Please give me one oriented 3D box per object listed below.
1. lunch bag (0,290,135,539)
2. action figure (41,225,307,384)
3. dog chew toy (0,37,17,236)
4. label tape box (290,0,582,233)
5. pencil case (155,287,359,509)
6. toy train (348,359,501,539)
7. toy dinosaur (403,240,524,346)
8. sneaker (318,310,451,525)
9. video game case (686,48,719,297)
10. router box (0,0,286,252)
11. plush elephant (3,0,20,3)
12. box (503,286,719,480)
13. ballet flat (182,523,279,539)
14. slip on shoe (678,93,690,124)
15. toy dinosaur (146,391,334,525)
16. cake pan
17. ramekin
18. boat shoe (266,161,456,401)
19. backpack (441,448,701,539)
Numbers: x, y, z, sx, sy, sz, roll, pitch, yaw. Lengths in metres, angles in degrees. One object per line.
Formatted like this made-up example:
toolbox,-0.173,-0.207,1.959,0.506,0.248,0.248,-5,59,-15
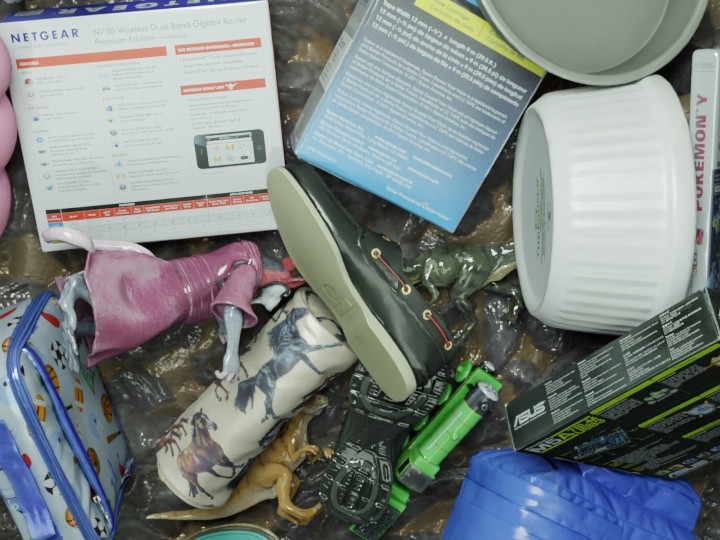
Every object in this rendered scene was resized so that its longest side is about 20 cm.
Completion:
lunch bag,-0.249,0.130,0.868,0.075,0.160,0.201,-18,113,3
action figure,-0.139,0.011,0.848,0.199,0.134,0.150,-18,101,-21
dog chew toy,-0.304,-0.095,0.778,0.124,0.125,0.201,19,120,-12
label tape box,0.054,-0.151,0.829,0.143,0.066,0.201,25,103,-15
pencil case,-0.082,0.106,0.906,0.200,0.089,0.078,-47,73,5
toy train,0.055,0.162,0.965,0.042,0.056,0.200,34,107,-17
toy dinosaur,0.100,0.010,0.913,0.199,0.047,0.089,-13,107,-3
sneaker,0.018,0.114,0.922,0.076,0.091,0.201,25,110,-3
video game case,0.287,-0.075,0.812,0.023,0.200,0.183,7,104,35
router box,-0.158,-0.114,0.833,0.199,0.049,0.181,-5,113,-3
plush elephant,-0.260,-0.253,0.707,0.199,0.155,0.165,-31,112,9
box,0.244,0.095,0.813,0.192,0.048,0.200,18,141,-32
ballet flat,-0.158,0.283,0.994,0.199,0.071,0.071,-26,113,7
slip on shoe,0.270,-0.044,0.885,0.060,0.076,0.201,-6,110,-10
toy dinosaur,-0.083,0.188,0.974,0.106,0.060,0.200,45,100,10
cake pan,0.159,-0.229,0.776,0.199,0.037,0.202,1,87,-18
ramekin,0.173,-0.045,0.808,0.094,0.203,0.204,-1,113,-3
boat shoe,-0.001,0.000,0.829,0.063,0.074,0.202,-35,94,-24
backpack,0.180,0.225,0.952,0.199,0.162,0.169,21,81,-13
